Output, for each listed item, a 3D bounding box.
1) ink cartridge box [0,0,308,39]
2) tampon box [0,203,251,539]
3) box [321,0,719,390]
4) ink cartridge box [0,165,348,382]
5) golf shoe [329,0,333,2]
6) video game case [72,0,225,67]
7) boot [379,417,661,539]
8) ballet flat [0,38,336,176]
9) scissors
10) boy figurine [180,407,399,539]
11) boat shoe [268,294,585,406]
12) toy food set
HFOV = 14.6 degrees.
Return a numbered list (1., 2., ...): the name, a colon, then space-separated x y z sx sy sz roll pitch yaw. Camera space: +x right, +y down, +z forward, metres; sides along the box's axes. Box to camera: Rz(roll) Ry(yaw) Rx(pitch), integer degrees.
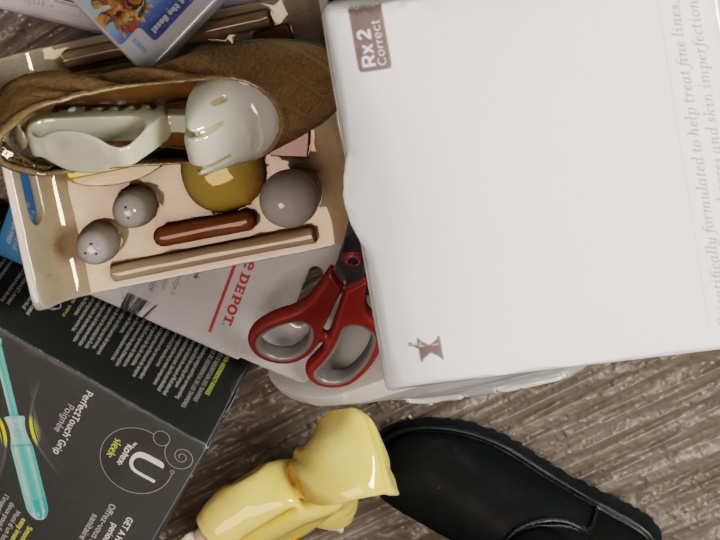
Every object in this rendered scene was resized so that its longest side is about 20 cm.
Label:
1. ink cartridge box: -0.108 -0.185 1.574 0.200 0.042 0.119 16 117 9
2. tampon box: -0.190 0.079 1.670 0.200 0.126 0.150 30 119 -2
3. box: 0.102 -0.059 1.408 0.200 0.131 0.199 -7 102 16
4. ink cartridge box: -0.097 -0.030 1.628 0.200 0.068 0.116 24 117 3
5. golf shoe: 0.043 -0.151 1.534 0.097 0.078 0.200 5 139 -22
6. video game case: -0.134 -0.225 1.521 0.143 0.018 0.200 -46 81 9
7. boot: 0.085 0.171 1.624 0.198 0.162 0.073 23 117 3
8. ballet flat: -0.106 -0.078 1.482 0.200 0.072 0.068 -3 120 10
9. scissors: 0.000 0.000 1.538 0.073 0.014 0.200 19 136 -14
10. boy figurine: -0.044 0.148 1.675 0.200 0.124 0.064 -39 65 35
11. boat shoe: 0.042 0.049 1.635 0.200 0.072 0.069 -16 140 27
12. toy food set: -0.099 -0.065 1.544 0.200 0.060 0.144 -11 99 9
